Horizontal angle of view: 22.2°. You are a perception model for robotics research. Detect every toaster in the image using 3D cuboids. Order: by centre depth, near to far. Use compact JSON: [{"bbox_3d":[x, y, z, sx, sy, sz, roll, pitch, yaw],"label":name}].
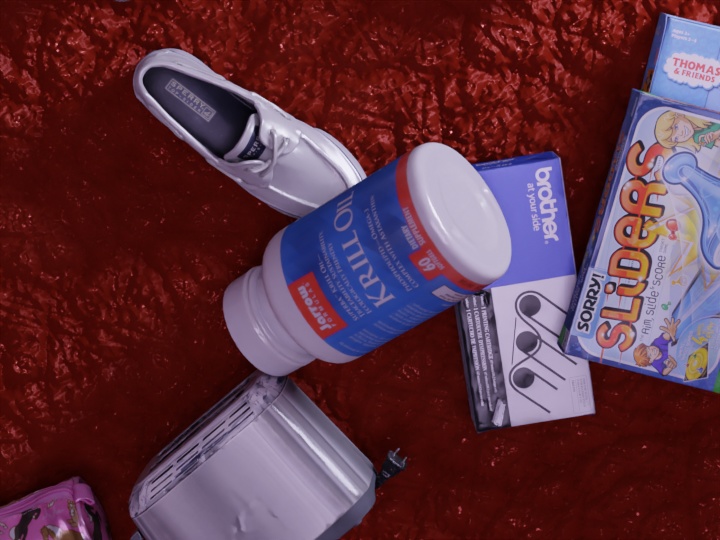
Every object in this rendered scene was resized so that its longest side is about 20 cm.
[{"bbox_3d":[-0.079,0.163,1.385,0.200,0.114,0.129,-40,96,10],"label":"toaster"}]

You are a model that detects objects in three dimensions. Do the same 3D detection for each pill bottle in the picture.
[{"bbox_3d":[0.000,0.000,1.333,0.200,0.112,0.112,-31,100,28],"label":"pill bottle"}]

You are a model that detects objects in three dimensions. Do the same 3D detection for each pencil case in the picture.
[{"bbox_3d":[-0.287,0.225,1.413,0.200,0.087,0.083,-19,69,3],"label":"pencil case"}]

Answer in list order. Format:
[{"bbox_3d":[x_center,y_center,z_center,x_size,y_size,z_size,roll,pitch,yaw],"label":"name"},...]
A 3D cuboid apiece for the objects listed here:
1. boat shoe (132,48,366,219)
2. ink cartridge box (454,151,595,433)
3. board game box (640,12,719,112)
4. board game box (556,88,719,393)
[{"bbox_3d":[-0.083,-0.093,1.358,0.200,0.065,0.074,29,99,-6],"label":"boat shoe"},{"bbox_3d":[0.117,0.017,1.391,0.094,0.044,0.200,-9,101,0],"label":"ink cartridge box"},{"bbox_3d":[0.274,-0.078,1.377,0.151,0.037,0.200,13,101,-3],"label":"board game box"},{"bbox_3d":[0.237,-0.020,1.350,0.135,0.034,0.200,14,100,-5],"label":"board game box"}]
